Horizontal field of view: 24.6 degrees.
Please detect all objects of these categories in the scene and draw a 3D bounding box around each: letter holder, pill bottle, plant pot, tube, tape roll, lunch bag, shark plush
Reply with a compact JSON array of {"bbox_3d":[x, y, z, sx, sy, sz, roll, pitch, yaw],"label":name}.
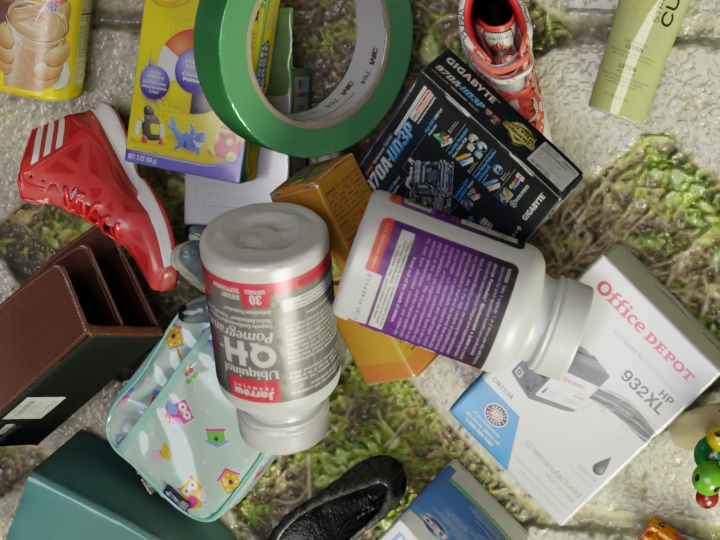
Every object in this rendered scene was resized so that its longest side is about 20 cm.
[{"bbox_3d":[-0.306,0.055,1.558,0.200,0.100,0.143,-39,67,28],"label":"letter holder"},{"bbox_3d":[0.085,0.018,1.362,0.198,0.111,0.112,20,104,1],"label":"pill bottle"},{"bbox_3d":[-0.225,0.273,1.582,0.199,0.141,0.142,24,105,4],"label":"plant pot"},{"bbox_3d":[0.247,-0.227,1.403,0.058,0.052,0.202,14,100,-27],"label":"tube"},{"bbox_3d":[-0.047,-0.200,1.423,0.048,0.199,0.202,21,108,52],"label":"tape roll"},{"bbox_3d":[-0.073,0.053,1.413,0.110,0.111,0.202,5,123,16],"label":"pill bottle"},{"bbox_3d":[-0.143,0.127,1.560,0.160,0.077,0.200,40,107,7],"label":"lunch bag"},{"bbox_3d":[-0.081,0.017,1.488,0.199,0.083,0.092,23,65,-18],"label":"shark plush"}]

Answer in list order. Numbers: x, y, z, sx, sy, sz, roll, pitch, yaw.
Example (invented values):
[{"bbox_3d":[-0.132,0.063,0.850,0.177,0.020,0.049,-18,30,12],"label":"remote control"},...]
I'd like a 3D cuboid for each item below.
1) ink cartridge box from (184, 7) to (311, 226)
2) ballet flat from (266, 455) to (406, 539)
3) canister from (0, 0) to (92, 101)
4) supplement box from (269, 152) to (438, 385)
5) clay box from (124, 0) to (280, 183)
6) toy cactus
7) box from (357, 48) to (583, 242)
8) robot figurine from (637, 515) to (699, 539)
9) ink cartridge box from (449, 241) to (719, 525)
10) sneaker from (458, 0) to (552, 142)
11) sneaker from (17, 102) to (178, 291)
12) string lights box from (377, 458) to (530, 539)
[{"bbox_3d":[-0.103,-0.140,1.515,0.103,0.059,0.202,4,99,17],"label":"ink cartridge box"},{"bbox_3d":[-0.036,0.243,1.556,0.067,0.057,0.200,47,108,6],"label":"ballet flat"},{"bbox_3d":[-0.317,-0.270,1.548,0.147,0.087,0.202,12,103,15],"label":"canister"},{"bbox_3d":[0.000,0.000,1.466,0.066,0.069,0.201,-10,115,45],"label":"supplement box"},{"bbox_3d":[-0.138,-0.187,1.462,0.114,0.048,0.202,11,102,14],"label":"clay box"},{"bbox_3d":[0.333,0.140,1.395,0.165,0.200,0.103,-9,117,58],"label":"toy cactus"},{"bbox_3d":[0.079,-0.068,1.431,0.159,0.046,0.200,43,138,7],"label":"box"},{"bbox_3d":[0.312,0.317,1.460,0.199,0.058,0.146,35,108,10],"label":"robot figurine"},{"bbox_3d":[0.200,0.098,1.447,0.145,0.084,0.200,45,108,6],"label":"ink cartridge box"},{"bbox_3d":[0.123,-0.154,1.414,0.067,0.108,0.203,-11,95,6],"label":"sneaker"},{"bbox_3d":[-0.249,-0.054,1.524,0.115,0.079,0.201,-18,63,-21],"label":"sneaker"},{"bbox_3d":[0.078,0.243,1.446,0.103,0.200,0.059,45,108,6],"label":"string lights box"}]
